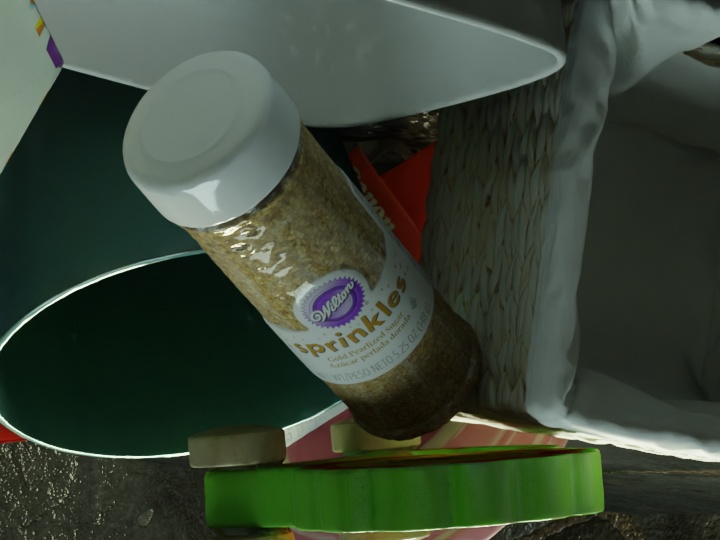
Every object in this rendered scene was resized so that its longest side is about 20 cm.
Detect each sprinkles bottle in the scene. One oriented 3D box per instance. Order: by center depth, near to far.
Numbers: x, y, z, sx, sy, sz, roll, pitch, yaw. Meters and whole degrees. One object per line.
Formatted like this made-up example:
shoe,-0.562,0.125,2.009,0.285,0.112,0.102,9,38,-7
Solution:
sprinkles bottle,-0.019,-0.006,0.940,0.068,0.069,0.200,-1,147,32

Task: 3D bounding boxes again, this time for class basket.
basket,0.143,-0.009,1.056,0.197,0.202,0.161,11,170,-25

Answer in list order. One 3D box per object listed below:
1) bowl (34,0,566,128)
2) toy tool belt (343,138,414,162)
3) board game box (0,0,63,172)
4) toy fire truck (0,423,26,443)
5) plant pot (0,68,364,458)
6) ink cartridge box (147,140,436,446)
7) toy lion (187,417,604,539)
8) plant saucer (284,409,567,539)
bowl,-0.038,-0.121,0.891,0.199,0.075,0.199,11,168,-31
toy tool belt,-0.072,-0.028,1.288,0.199,0.126,0.123,-1,176,28
board game box,-0.228,-0.095,0.839,0.199,0.104,0.105,25,165,12
toy fire truck,-0.202,0.004,1.167,0.128,0.178,0.199,-8,179,45
plant pot,-0.092,-0.027,1.089,0.199,0.162,0.201,-11,151,-6
ink cartridge box,0.000,0.000,1.200,0.199,0.109,0.050,-32,157,-9
toy lion,0.032,0.100,1.050,0.190,0.069,0.199,-6,177,31
plant saucer,0.024,0.083,1.248,0.200,0.201,0.051,-4,136,43
